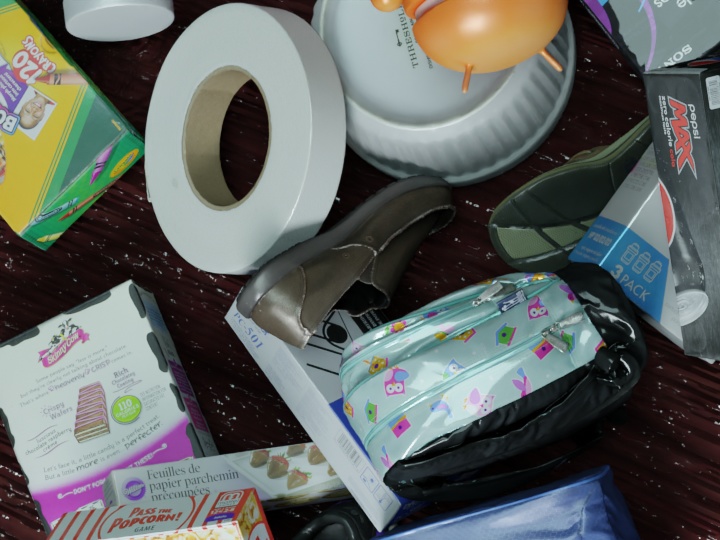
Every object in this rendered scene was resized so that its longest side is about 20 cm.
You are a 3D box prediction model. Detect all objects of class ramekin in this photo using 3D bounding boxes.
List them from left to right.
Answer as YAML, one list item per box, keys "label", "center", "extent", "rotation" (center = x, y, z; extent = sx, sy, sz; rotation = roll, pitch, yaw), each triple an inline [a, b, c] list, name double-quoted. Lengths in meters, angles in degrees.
- label: "ramekin"
  center: [0.056, -0.170, 1.662]
  extent: [0.199, 0.105, 0.202]
  rotation: [-3, 79, 13]

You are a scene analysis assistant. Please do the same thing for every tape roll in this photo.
- label: "tape roll"
  center: [-0.088, -0.096, 1.661]
  extent: [0.202, 0.037, 0.204]
  rotation: [-4, 85, 49]

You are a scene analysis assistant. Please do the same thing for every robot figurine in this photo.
- label: "robot figurine"
  center: [0.074, -0.223, 1.549]
  extent: [0.116, 0.144, 0.201]
  rotation: [-21, 81, 23]

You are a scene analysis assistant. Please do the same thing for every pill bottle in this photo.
- label: "pill bottle"
  center: [-0.195, -0.287, 1.737]
  extent: [0.111, 0.112, 0.202]
  rotation: [-9, 78, 11]

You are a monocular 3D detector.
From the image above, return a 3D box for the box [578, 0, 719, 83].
- label: "box"
  center: [0.220, -0.246, 1.674]
  extent: [0.143, 0.036, 0.200]
  rotation: [-38, 75, 4]

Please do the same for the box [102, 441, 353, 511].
- label: "box"
  center: [-0.085, 0.154, 1.619]
  extent: [0.199, 0.041, 0.039]
  rotation: [-6, 70, -21]

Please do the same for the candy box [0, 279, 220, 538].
- label: "candy box"
  center: [-0.186, 0.127, 1.686]
  extent: [0.136, 0.061, 0.201]
  rotation: [-25, 77, 6]

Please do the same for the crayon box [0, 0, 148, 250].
- label: "crayon box"
  center: [-0.273, -0.129, 1.751]
  extent: [0.119, 0.058, 0.200]
  rotation: [-44, 71, 2]

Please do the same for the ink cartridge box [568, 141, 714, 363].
- label: "ink cartridge box"
  center: [0.256, -0.051, 1.591]
  extent: [0.115, 0.068, 0.200]
  rotation: [36, 89, -14]

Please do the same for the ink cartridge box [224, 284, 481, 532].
- label: "ink cartridge box"
  center: [-0.003, 0.084, 1.633]
  extent: [0.094, 0.044, 0.200]
  rotation: [-24, 69, -38]

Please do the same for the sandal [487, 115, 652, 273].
- label: "sandal"
  center: [0.184, -0.060, 1.640]
  extent: [0.200, 0.057, 0.080]
  rotation: [-30, 104, -11]

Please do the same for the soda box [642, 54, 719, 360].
- label: "soda box"
  center: [0.247, -0.042, 1.513]
  extent: [0.063, 0.071, 0.201]
  rotation: [-15, 101, -27]

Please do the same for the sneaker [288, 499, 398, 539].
- label: "sneaker"
  center: [-0.056, 0.245, 1.612]
  extent: [0.069, 0.099, 0.201]
  rotation: [35, 92, 16]

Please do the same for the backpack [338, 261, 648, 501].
- label: "backpack"
  center: [0.087, 0.076, 1.548]
  extent: [0.199, 0.167, 0.127]
  rotation: [-23, 67, -7]

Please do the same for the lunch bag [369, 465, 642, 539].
- label: "lunch bag"
  center: [0.117, 0.222, 1.558]
  extent: [0.199, 0.136, 0.133]
  rotation: [-17, 86, 12]

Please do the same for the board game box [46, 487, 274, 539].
- label: "board game box"
  center: [-0.116, 0.255, 1.563]
  extent: [0.150, 0.046, 0.201]
  rotation: [-9, 114, 20]

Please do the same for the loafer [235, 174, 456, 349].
- label: "loafer"
  center: [0.000, 0.000, 1.629]
  extent: [0.199, 0.073, 0.071]
  rotation: [-33, 77, -30]
